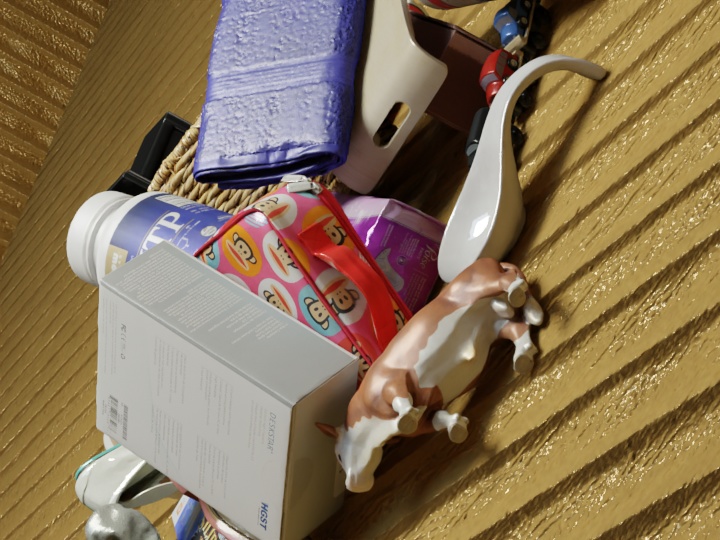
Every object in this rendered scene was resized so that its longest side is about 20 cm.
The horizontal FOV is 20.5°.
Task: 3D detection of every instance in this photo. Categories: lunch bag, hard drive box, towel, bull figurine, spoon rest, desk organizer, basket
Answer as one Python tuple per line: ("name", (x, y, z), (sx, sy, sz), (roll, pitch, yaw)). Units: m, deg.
("lunch bag", (-0.033, 0.033, 1.519), (0.082, 0.200, 0.176), (-33, -2, -35))
("hard drive box", (-0.105, 0.095, 1.516), (0.077, 0.200, 0.156), (-34, -36, -39))
("towel", (-0.064, -0.166, 1.715), (0.147, 0.050, 0.201), (-6, 62, 25))
("bull figurine", (0.051, 0.073, 1.400), (0.200, 0.065, 0.121), (-53, 23, -5))
("spoon rest", (0.110, -0.080, 1.514), (0.201, 0.060, 0.099), (-60, 16, 1))
("desk organizer", (0.070, -0.177, 1.770), (0.077, 0.071, 0.200), (-62, 16, 5))
("basket", (-0.073, -0.105, 1.869), (0.200, 0.149, 0.143), (-50, -10, 34))

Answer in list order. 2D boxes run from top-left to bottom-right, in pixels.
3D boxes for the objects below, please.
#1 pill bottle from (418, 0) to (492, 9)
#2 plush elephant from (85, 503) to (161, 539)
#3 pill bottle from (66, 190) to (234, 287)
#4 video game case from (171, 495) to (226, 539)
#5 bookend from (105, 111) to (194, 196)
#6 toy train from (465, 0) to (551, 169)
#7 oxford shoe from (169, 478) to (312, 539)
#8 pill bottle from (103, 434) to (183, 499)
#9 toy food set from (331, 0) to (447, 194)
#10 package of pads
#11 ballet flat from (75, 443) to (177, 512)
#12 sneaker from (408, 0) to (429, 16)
("pill bottle", (0.130, -0.285, 1.614), (0.199, 0.120, 0.120), (-6, 54, 43))
("plush elephant", (-0.219, 0.295, 1.678), (0.165, 0.155, 0.200), (-44, 12, -35))
("pill bottle", (-0.168, -0.005, 1.798), (0.199, 0.120, 0.120), (18, 78, 38))
("video game case", (-0.094, 0.184, 1.722), (0.182, 0.045, 0.200), (-60, 17, 8))
("bookend", (-0.137, -0.117, 2.058), (0.092, 0.198, 0.201), (-36, 30, 59))
("toy train", (0.119, -0.155, 1.632), (0.034, 0.046, 0.201), (-41, 26, 49))
("oxford shoe", (-0.085, 0.175, 1.579), (0.200, 0.070, 0.075), (36, 93, 45))
("pill bottle", (-0.151, 0.109, 1.892), (0.200, 0.111, 0.111), (-56, 17, 17))
("toy food set", (0.022, -0.180, 1.721), (0.144, 0.060, 0.201), (-55, 28, 32))
("package of pads", (0.000, 0.000, 1.685), (0.121, 0.075, 0.200), (-66, 17, -2))
("ballet flat", (-0.153, 0.151, 1.728), (0.200, 0.070, 0.069), (-36, 14, -10))
("sneaker", (0.013, -0.178, 1.965), (0.200, 0.077, 0.085), (-58, 27, 35))
